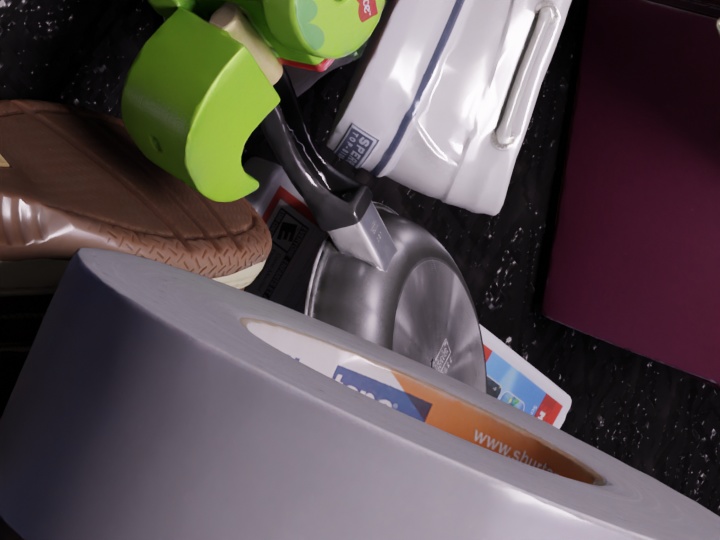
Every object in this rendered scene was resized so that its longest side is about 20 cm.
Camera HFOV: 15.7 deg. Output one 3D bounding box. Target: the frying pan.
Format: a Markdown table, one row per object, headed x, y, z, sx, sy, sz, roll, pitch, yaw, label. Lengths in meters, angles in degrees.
| x | y | z | sx | sy | sz | roll | pitch | yaw | label |
| --- | --- | --- | --- | --- | --- | --- | --- | --- | --- |
| 0.007 | -0.002 | 0.836 | 0.115 | 0.031 | 0.191 | -27 | 111 | -63 | frying pan |

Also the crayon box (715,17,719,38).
| x | y | z | sx | sy | sz | roll | pitch | yaw | label |
| --- | --- | --- | --- | --- | --- | --- | --- | --- | --- |
| 0.201 | -0.049 | 0.904 | 0.127 | 0.051 | 0.200 | -49 | 133 | -21 | crayon box |

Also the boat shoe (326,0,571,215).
| x | y | z | sx | sy | sz | roll | pitch | yaw | label |
| --- | --- | --- | --- | --- | --- | --- | --- | --- | --- |
| 0.058 | -0.110 | 0.809 | 0.065 | 0.074 | 0.201 | 27 | 80 | -4 | boat shoe |

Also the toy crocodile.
| x | y | z | sx | sy | sz | roll | pitch | yaw | label |
| --- | --- | --- | --- | --- | --- | --- | --- | --- | --- |
| -0.004 | -0.112 | 0.760 | 0.201 | 0.067 | 0.062 | -60 | 139 | -17 | toy crocodile |

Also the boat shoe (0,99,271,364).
| x | y | z | sx | sy | sz | roll | pitch | yaw | label |
| --- | --- | --- | --- | --- | --- | --- | --- | --- | --- |
| -0.113 | -0.003 | 0.750 | 0.202 | 0.075 | 0.075 | 6 | 128 | -49 | boat shoe |

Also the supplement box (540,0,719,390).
| x | y | z | sx | sy | sz | roll | pitch | yaw | label |
| --- | --- | --- | --- | --- | --- | --- | --- | --- | --- |
| 0.177 | -0.037 | 0.996 | 0.199 | 0.103 | 0.132 | -6 | 110 | -45 | supplement box |

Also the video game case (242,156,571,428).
| x | y | z | sx | sy | sz | roll | pitch | yaw | label |
| --- | --- | --- | --- | --- | --- | --- | --- | --- | --- |
| -0.012 | 0.067 | 0.910 | 0.200 | 0.017 | 0.144 | 38 | 79 | -47 | video game case |

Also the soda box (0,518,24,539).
| x | y | z | sx | sy | sz | roll | pitch | yaw | label |
| --- | --- | --- | --- | --- | --- | --- | --- | --- | --- |
| -0.067 | 0.103 | 0.729 | 0.068 | 0.200 | 0.064 | 14 | 97 | -17 | soda box |

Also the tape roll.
| x | y | z | sx | sy | sz | roll | pitch | yaw | label |
| --- | --- | --- | --- | --- | --- | --- | --- | --- | --- |
| 0.004 | 0.063 | 0.686 | 0.200 | 0.200 | 0.067 | 19 | 96 | -48 | tape roll |

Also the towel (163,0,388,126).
| x | y | z | sx | sy | sz | roll | pitch | yaw | label |
| --- | --- | --- | --- | --- | --- | --- | --- | --- | --- |
| 0.011 | -0.147 | 0.832 | 0.200 | 0.031 | 0.150 | -35 | 130 | -31 | towel |
